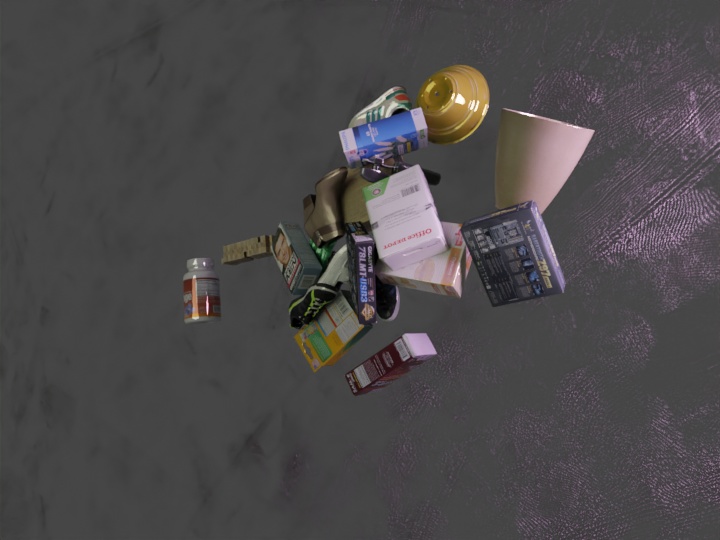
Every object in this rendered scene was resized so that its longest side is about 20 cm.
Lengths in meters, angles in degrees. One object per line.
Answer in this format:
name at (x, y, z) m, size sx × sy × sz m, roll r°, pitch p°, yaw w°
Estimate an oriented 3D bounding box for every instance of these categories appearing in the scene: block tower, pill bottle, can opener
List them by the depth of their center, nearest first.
can opener at (0.094, -0.233, 1.305) m, size 0.053 × 0.200 × 0.067 m, roll -134°, pitch 54°, yaw -72°
block tower at (-0.336, -0.061, 1.648) m, size 0.200 × 0.054 × 0.058 m, roll -13°, pitch 76°, yaw 32°
pill bottle at (-0.500, 0.066, 1.708) m, size 0.112 × 0.112 × 0.200 m, roll -13°, pitch 77°, yaw 32°

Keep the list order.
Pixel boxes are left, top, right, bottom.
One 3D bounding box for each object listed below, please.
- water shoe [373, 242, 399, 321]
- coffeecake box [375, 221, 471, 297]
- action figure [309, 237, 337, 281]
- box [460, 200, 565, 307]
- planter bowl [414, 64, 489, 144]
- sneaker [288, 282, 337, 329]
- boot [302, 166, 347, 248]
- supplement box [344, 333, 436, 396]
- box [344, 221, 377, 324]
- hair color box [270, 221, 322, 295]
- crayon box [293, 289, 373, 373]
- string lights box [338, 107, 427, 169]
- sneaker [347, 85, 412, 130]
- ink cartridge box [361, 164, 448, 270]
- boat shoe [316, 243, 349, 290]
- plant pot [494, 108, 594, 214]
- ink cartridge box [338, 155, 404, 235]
water shoe at (0.048, 0.029, 1.360) m, size 0.071 × 0.079 × 0.200 m, roll -9°, pitch 80°, yaw 33°
coffeecake box at (0.152, -0.035, 1.263) m, size 0.200 × 0.073 × 0.154 m, roll 11°, pitch 70°, yaw 29°
action figure at (-0.106, -0.052, 1.490) m, size 0.118 × 0.055 × 0.200 m, roll 16°, pitch 96°, yaw 33°
box at (0.321, -0.031, 1.142) m, size 0.158 × 0.051 × 0.200 m, roll -16°, pitch 109°, yaw 33°
planter bowl at (0.200, -0.413, 1.308) m, size 0.200 × 0.083 × 0.201 m, roll -5°, pitch 82°, yaw 34°
sneaker at (-0.124, 0.102, 1.416) m, size 0.200 × 0.072 × 0.083 m, roll -37°, pitch 42°, yaw 47°
boot at (-0.076, -0.153, 1.392) m, size 0.200 × 0.070 × 0.146 m, roll -36°, pitch 70°, yaw 43°
supplement box at (0.071, 0.226, 1.303) m, size 0.200 × 0.109 × 0.061 m, roll -38°, pitch 65°, yaw 26°
box at (0.000, 0.000, 1.304) m, size 0.050 × 0.199 × 0.200 m, roll -5°, pitch 108°, yaw -5°
hair color box at (-0.180, -0.035, 1.491) m, size 0.200 × 0.061 × 0.099 m, roll 59°, pitch 134°, yaw 41°
crayon box at (-0.074, 0.163, 1.444) m, size 0.200 × 0.052 × 0.126 m, roll -45°, pitch 62°, yaw 21°
string lights box at (0.057, -0.314, 1.297) m, size 0.200 × 0.103 × 0.059 m, roll -16°, pitch 75°, yaw 4°
sneaker at (0.051, -0.385, 1.413) m, size 0.200 × 0.070 × 0.093 m, roll -35°, pitch 61°, yaw 23°
ink cartridge box at (0.100, -0.118, 1.231) m, size 0.146 × 0.084 × 0.200 m, roll -20°, pitch 61°, yaw 15°
boat shoe at (-0.054, 0.009, 1.441) m, size 0.069 × 0.072 × 0.200 m, roll 43°, pitch 107°, yaw 16°
plant pot at (0.360, -0.217, 1.135) m, size 0.187 × 0.187 × 0.200 m, roll 27°, pitch 114°, yaw 33°
ink cartridge box at (0.030, -0.200, 1.403) m, size 0.200 × 0.075 × 0.165 m, roll -24°, pitch 70°, yaw 30°
